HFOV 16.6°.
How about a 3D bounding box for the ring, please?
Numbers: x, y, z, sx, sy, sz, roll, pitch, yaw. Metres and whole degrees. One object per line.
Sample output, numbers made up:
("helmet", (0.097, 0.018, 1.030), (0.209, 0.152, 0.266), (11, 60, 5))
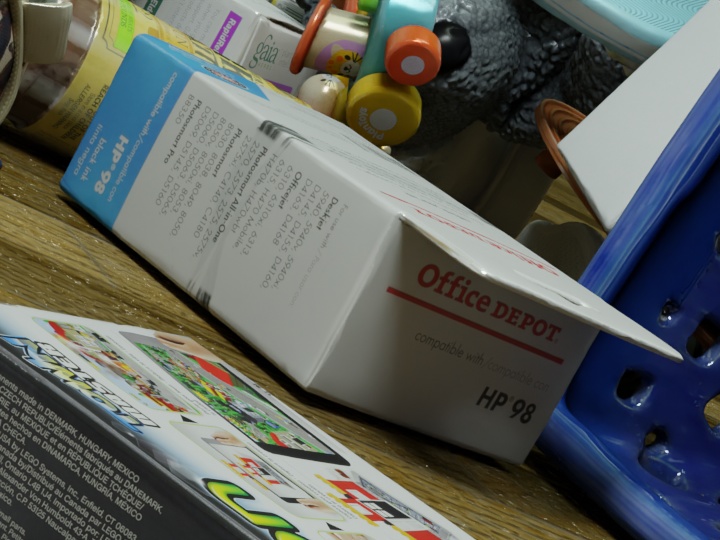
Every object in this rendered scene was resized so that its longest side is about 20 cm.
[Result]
("ring", (0.141, 0.005, 1.061), (0.200, 0.019, 0.200), (43, 16, -15))

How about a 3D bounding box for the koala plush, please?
("koala plush", (0.059, -0.114, 1.219), (0.200, 0.177, 0.184), (-14, 10, -1))

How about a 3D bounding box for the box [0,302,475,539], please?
("box", (0.000, 0.072, 0.501), (0.200, 0.035, 0.110), (34, 9, 27))

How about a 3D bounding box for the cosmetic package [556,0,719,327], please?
("cosmetic package", (0.185, -0.012, 0.995), (0.200, 0.101, 0.071), (39, 15, -32))

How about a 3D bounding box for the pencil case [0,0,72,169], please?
("pencil case", (-0.178, -0.095, 0.749), (0.089, 0.078, 0.200), (-8, 33, -42))

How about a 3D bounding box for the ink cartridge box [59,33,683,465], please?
("ink cartridge box", (0.000, 0.000, 0.840), (0.116, 0.067, 0.200), (22, 10, -45))

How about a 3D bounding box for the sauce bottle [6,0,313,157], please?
("sauce bottle", (-0.055, -0.049, 0.967), (0.200, 0.065, 0.065), (28, 8, -31))

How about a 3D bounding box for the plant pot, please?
("plant pot", (0.206, 0.044, 0.867), (0.180, 0.200, 0.200), (31, 5, -38))

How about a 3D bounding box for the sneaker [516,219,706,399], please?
("sneaker", (0.119, 0.027, 1.086), (0.099, 0.071, 0.200), (25, 5, -7))

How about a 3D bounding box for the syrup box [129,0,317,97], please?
("syrup box", (-0.122, -0.127, 1.154), (0.200, 0.081, 0.079), (35, 10, 21))

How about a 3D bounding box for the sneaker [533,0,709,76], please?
("sneaker", (0.129, -0.083, 1.053), (0.200, 0.080, 0.131), (21, -34, -17))

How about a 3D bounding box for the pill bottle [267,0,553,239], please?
("pill bottle", (0.011, -0.095, 1.330), (0.200, 0.111, 0.111), (30, 8, -5))

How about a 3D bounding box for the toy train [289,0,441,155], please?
("toy train", (-0.002, -0.112, 1.054), (0.056, 0.150, 0.200), (13, -10, -7))
